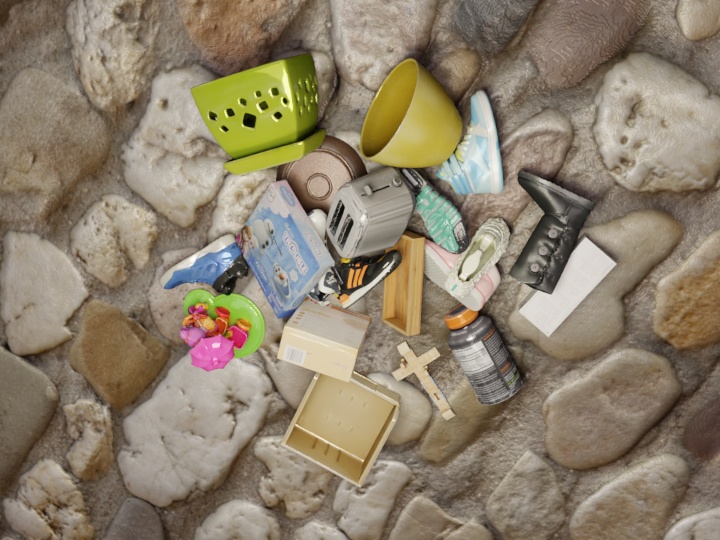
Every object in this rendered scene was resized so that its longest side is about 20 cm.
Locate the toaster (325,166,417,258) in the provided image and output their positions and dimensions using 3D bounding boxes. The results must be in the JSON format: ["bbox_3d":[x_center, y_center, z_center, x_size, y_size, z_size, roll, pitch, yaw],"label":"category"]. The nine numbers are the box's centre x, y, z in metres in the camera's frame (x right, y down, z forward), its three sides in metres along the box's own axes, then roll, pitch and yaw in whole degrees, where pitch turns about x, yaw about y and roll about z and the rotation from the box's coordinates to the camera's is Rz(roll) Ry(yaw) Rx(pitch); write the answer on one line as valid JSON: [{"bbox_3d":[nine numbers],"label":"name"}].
[{"bbox_3d":[0.014,-0.104,1.446,0.115,0.128,0.201,61,151,22],"label":"toaster"}]

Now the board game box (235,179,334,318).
[{"bbox_3d":[-0.158,-0.039,1.498,0.201,0.043,0.199,58,135,16],"label":"board game box"}]

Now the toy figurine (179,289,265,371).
[{"bbox_3d":[-0.318,0.133,1.578,0.198,0.184,0.151,31,107,0],"label":"toy figurine"}]

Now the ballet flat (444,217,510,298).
[{"bbox_3d":[0.236,-0.032,1.453,0.071,0.072,0.201,37,69,-3],"label":"ballet flat"}]

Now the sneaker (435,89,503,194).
[{"bbox_3d":[0.204,-0.240,1.451,0.128,0.080,0.203,-9,103,10],"label":"sneaker"}]

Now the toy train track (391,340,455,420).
[{"bbox_3d":[0.142,0.242,1.615,0.114,0.033,0.201,-32,99,15],"label":"toy train track"}]

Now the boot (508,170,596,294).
[{"bbox_3d":[0.343,-0.074,1.462,0.163,0.066,0.202,28,104,16],"label":"boot"}]

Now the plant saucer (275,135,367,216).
[{"bbox_3d":[-0.082,-0.175,1.537,0.197,0.035,0.204,2,105,9],"label":"plant saucer"}]

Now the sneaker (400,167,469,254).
[{"bbox_3d":[0.153,-0.124,1.469,0.074,0.087,0.201,-39,84,24],"label":"sneaker"}]

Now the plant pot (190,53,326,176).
[{"bbox_3d":[-0.179,-0.297,1.431,0.197,0.199,0.184,-13,105,16],"label":"plant pot"}]

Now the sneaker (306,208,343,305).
[{"bbox_3d":[-0.077,-0.015,1.509,0.129,0.079,0.201,41,128,31],"label":"sneaker"}]

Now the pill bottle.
[{"bbox_3d":[0.248,0.166,1.540,0.105,0.106,0.202,-27,100,15],"label":"pill bottle"}]

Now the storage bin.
[{"bbox_3d":[-0.039,0.328,1.634,0.198,0.094,0.200,27,108,1],"label":"storage bin"}]

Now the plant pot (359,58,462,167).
[{"bbox_3d":[0.108,-0.275,1.414,0.141,0.201,0.202,23,109,-23],"label":"plant pot"}]

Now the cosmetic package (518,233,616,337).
[{"bbox_3d":[0.414,0.030,1.505,0.082,0.051,0.201,40,107,1],"label":"cosmetic package"}]

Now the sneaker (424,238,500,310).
[{"bbox_3d":[0.199,-0.015,1.523,0.200,0.076,0.104,41,66,21],"label":"sneaker"}]

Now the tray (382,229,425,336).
[{"bbox_3d":[0.088,0.021,1.531,0.037,0.098,0.203,-8,109,-30],"label":"tray"}]

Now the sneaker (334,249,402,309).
[{"bbox_3d":[0.000,0.000,1.525,0.090,0.070,0.200,51,133,2],"label":"sneaker"}]

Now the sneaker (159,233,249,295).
[{"bbox_3d":[-0.331,0.017,1.603,0.198,0.077,0.112,-30,90,9],"label":"sneaker"}]

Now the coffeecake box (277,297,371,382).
[{"bbox_3d":[-0.070,0.135,1.531,0.151,0.200,0.074,17,107,4],"label":"coffeecake box"}]
